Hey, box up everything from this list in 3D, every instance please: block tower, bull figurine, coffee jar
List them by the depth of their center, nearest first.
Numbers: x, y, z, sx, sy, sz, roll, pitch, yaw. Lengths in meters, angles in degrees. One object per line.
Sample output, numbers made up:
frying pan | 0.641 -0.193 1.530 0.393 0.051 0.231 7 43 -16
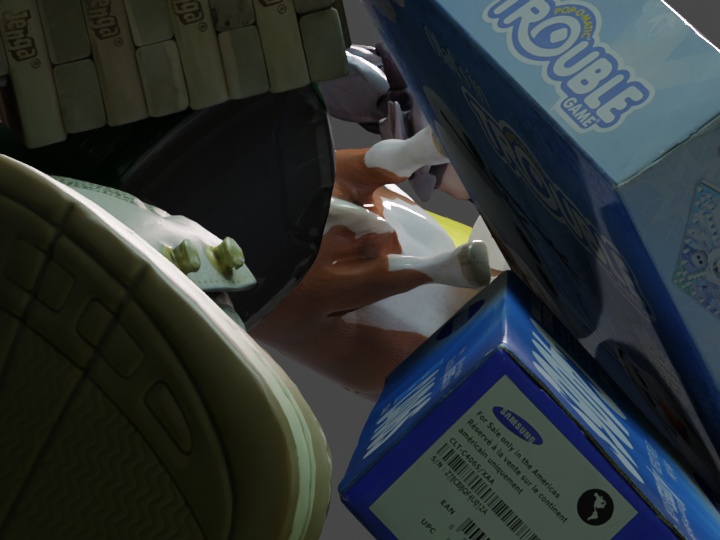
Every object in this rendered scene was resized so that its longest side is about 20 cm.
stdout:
block tower | -0.099 -0.055 0.711 0.199 0.054 0.058 -15 15 -12
coffee jar | -0.111 -0.044 0.824 0.200 0.086 0.104 24 48 33
bull figurine | 0.000 0.000 0.916 0.121 0.065 0.200 -9 -20 33

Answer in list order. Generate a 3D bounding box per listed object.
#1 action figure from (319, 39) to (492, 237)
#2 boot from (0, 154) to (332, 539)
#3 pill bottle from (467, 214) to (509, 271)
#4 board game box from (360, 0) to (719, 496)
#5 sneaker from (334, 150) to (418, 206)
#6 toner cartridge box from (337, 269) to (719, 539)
action figure | 0.006 -0.063 1.017 0.199 0.070 0.130 16 8 9
boot | -0.059 0.017 0.607 0.200 0.072 0.155 25 3 32
pill bottle | 0.125 0.024 1.107 0.109 0.110 0.200 19 6 -33
board game box | 0.070 -0.008 0.752 0.199 0.043 0.200 60 -5 -37
sneaker | -0.030 -0.015 1.100 0.200 0.071 0.080 24 3 35
toner cartridge box | 0.047 0.053 0.618 0.095 0.043 0.200 48 5 -1
